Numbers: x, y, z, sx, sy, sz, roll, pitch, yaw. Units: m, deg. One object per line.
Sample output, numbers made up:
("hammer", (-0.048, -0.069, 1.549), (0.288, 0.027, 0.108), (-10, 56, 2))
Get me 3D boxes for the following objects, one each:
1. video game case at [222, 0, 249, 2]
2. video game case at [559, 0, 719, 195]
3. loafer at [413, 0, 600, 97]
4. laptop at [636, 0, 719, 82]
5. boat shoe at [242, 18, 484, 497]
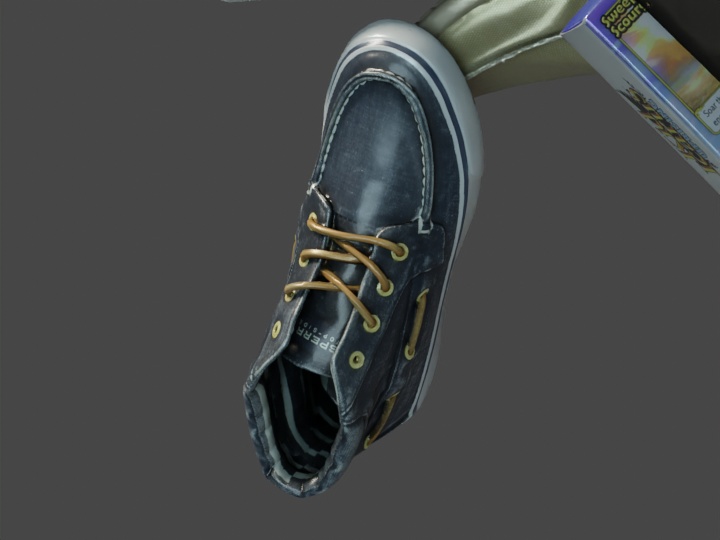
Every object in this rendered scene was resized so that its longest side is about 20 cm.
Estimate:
("video game case", (0.021, -0.217, 1.078), (0.181, 0.023, 0.201), (-5, 89, 14))
("video game case", (0.210, -0.102, 1.040), (0.181, 0.045, 0.200), (44, 82, -6))
("loafer", (0.098, -0.107, 1.106), (0.199, 0.076, 0.069), (-30, 85, 18))
("laptop", (0.174, -0.191, 1.011), (0.187, 0.116, 0.200), (48, 113, 23))
("boat shoe", (0.000, 0.000, 1.110), (0.071, 0.091, 0.201), (18, 126, 20))
